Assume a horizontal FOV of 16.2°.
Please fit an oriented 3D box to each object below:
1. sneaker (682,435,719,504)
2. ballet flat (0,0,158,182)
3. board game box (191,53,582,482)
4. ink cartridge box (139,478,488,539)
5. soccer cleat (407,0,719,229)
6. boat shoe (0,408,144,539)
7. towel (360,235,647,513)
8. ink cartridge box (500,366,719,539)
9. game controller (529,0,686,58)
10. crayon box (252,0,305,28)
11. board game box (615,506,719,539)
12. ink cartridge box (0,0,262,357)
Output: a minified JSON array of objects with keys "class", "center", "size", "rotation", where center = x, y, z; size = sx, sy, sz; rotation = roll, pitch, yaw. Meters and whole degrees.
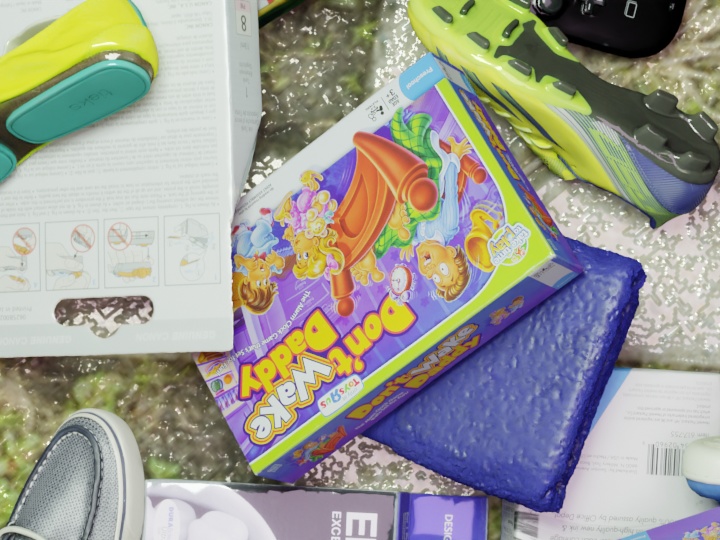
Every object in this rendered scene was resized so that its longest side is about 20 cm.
[{"class":"sneaker","center":[0.247,0.154,1.380],"size":[0.199,0.077,0.112],"rotation":[11,89,-42]},{"class":"ballet flat","center":[-0.194,-0.089,1.350],"size":[0.199,0.067,0.067],"rotation":[-26,57,19]},{"class":"board game box","center":[0.000,0.000,1.345],"size":[0.200,0.045,0.135],"rotation":[-37,67,15]},{"class":"ink cartridge box","center":[-0.028,0.219,1.406],"size":[0.199,0.043,0.199],"rotation":[3,88,-5]},{"class":"soccer cleat","center":[0.105,-0.089,1.410],"size":[0.200,0.084,0.065],"rotation":[31,46,-4]},{"class":"boat shoe","center":[-0.182,0.170,1.361],"size":[0.074,0.093,0.201],"rotation":[11,87,34]},{"class":"towel","center":[0.048,0.033,1.377],"size":[0.199,0.050,0.148],"rotation":[21,91,28]},{"class":"ink cartridge box","center":[0.137,0.154,1.407],"size":[0.115,0.068,0.201],"rotation":[4,87,-4]},{"class":"game controller","center":[0.149,-0.224,1.435],"size":[0.104,0.042,0.201],"rotation":[13,88,-3]},{"class":"crayon box","center":[-0.042,-0.214,1.371],"size":[0.199,0.051,0.127],"rotation":[-27,90,27]},{"class":"board game box","center":[0.244,0.175,1.327],"size":[0.199,0.045,0.135],"rotation":[-18,120,-3]},{"class":"ink cartridge box","center":[-0.132,-0.056,1.373],"size":[0.162,0.057,0.201],"rotation":[-2,93,25]}]
